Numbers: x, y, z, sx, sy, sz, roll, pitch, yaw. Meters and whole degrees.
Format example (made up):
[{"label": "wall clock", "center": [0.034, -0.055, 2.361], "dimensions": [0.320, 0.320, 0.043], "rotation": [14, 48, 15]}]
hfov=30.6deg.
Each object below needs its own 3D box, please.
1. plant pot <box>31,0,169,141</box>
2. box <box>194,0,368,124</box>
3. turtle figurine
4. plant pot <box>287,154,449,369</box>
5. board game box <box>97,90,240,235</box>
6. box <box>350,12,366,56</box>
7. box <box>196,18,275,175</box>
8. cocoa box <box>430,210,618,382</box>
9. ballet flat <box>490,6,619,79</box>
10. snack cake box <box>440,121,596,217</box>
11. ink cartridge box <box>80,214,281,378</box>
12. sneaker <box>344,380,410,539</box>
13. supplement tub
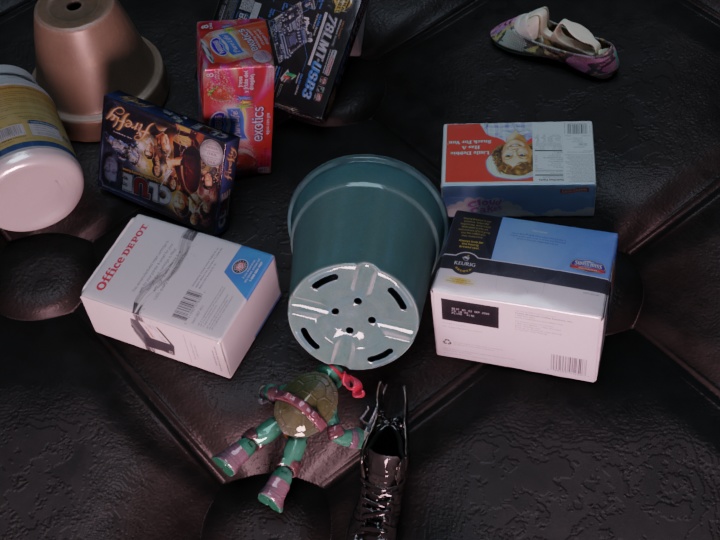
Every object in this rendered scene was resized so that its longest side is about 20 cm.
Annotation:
[{"label": "plant pot", "center": [-0.385, -0.311, 1.875], "dimensions": [0.200, 0.175, 0.200], "rotation": [-2, 52, 3]}, {"label": "box", "center": [-0.111, -0.332, 1.862], "dimensions": [0.198, 0.050, 0.200], "rotation": [18, 91, 8]}, {"label": "turtle figurine", "center": [-0.068, 0.169, 1.510], "dimensions": [0.150, 0.101, 0.200], "rotation": [30, 66, 26]}, {"label": "plant pot", "center": [0.000, 0.000, 1.537], "dimensions": [0.200, 0.200, 0.196], "rotation": [0, 35, 6]}, {"label": "board game box", "center": [-0.258, -0.144, 1.752], "dimensions": [0.200, 0.136, 0.035], "rotation": [22, 29, 22]}, {"label": "box", "center": [-0.095, -0.396, 1.960], "dimensions": [0.200, 0.098, 0.125], "rotation": [3, 53, 8]}, {"label": "box", "center": [-0.168, -0.228, 1.763], "dimensions": [0.095, 0.200, 0.100], "rotation": [-4, 51, -9]}, {"label": "cocoa box", "center": [0.196, 0.029, 1.565], "dimensions": [0.200, 0.133, 0.131], "rotation": [9, 52, 13]}, {"label": "ballet flat", "center": [0.279, -0.335, 1.888], "dimensions": [0.200, 0.071, 0.069], "rotation": [24, 59, 24]}, {"label": "snack cake box", "center": [0.207, -0.133, 1.737], "dimensions": [0.200, 0.067, 0.115], "rotation": [0, 53, 6]}, {"label": "ink cartridge box", "center": [-0.221, 0.029, 1.641], "dimensions": [0.200, 0.084, 0.145], "rotation": [17, 55, 19]}, {"label": "sneaker", "center": [0.021, 0.231, 1.441], "dimensions": [0.060, 0.104, 0.200], "rotation": [8, 53, 11]}, {"label": "supplement tub", "center": [-0.468, -0.167, 1.780], "dimensions": [0.144, 0.145, 0.200], "rotation": [-21, 56, -11]}]
